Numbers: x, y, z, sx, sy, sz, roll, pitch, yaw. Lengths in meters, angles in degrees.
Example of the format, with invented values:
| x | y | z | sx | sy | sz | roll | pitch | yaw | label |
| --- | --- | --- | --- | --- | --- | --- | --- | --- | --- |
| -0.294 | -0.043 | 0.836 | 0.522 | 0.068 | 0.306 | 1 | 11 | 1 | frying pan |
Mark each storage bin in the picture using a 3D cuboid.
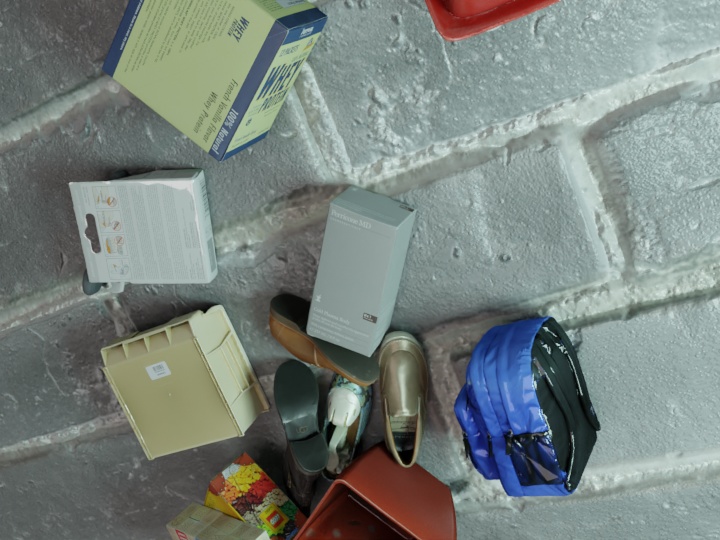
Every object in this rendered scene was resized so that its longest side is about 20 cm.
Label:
| x | y | z | sx | sy | sz | roll | pitch | yaw | label |
| --- | --- | --- | --- | --- | --- | --- | --- | --- | --- |
| -0.278 | 0.173 | 1.361 | 0.197 | 0.094 | 0.202 | -18 | 104 | 26 | storage bin |

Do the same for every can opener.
| x | y | z | sx | sy | sz | roll | pitch | yaw | label |
| --- | --- | --- | --- | --- | --- | --- | --- | --- | --- |
| -0.376 | -0.050 | 1.327 | 0.052 | 0.066 | 0.203 | 23 | 113 | 11 | can opener |

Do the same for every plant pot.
| x | y | z | sx | sy | sz | roll | pitch | yaw | label |
| --- | --- | --- | --- | --- | --- | --- | --- | --- | --- |
| 0.031 | 0.376 | 1.278 | 0.198 | 0.176 | 0.201 | 35 | 119 | 4 | plant pot |

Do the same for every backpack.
| x | y | z | sx | sy | sz | roll | pitch | yaw | label |
| --- | --- | --- | --- | --- | --- | --- | --- | --- | --- |
| 0.207 | 0.173 | 1.135 | 0.165 | 0.163 | 0.204 | -10 | 109 | 27 | backpack |

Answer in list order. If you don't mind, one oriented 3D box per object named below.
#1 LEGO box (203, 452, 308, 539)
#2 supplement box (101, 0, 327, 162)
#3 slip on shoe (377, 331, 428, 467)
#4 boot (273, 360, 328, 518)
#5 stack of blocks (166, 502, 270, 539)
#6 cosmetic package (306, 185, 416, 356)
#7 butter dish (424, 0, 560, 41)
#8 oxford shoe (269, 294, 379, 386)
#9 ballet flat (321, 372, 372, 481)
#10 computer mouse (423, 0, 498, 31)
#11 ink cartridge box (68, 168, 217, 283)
| x | y | z | sx | sy | sz | roll | pitch | yaw | label |
| --- | --- | --- | --- | --- | --- | --- | --- | --- | --- |
| -0.175 | 0.405 | 1.373 | 0.149 | 0.077 | 0.201 | 42 | 141 | 16 | LEGO box |
| -0.185 | -0.290 | 1.110 | 0.198 | 0.134 | 0.201 | 37 | 119 | 3 | supplement box |
| 0.060 | 0.187 | 1.243 | 0.074 | 0.061 | 0.204 | 1 | 114 | -2 | slip on shoe |
| -0.101 | 0.261 | 1.328 | 0.068 | 0.203 | 0.175 | -4 | 148 | -15 | boot |
| -0.198 | 0.431 | 1.303 | 0.198 | 0.058 | 0.117 | 0 | 118 | 48 | stack of blocks |
| 0.000 | 0.000 | 1.187 | 0.105 | 0.090 | 0.204 | 18 | 120 | 16 | cosmetic package |
| 0.139 | -0.374 | 0.919 | 0.196 | 0.148 | 0.204 | -19 | 92 | 14 | butter dish |
| -0.054 | 0.113 | 1.258 | 0.198 | 0.071 | 0.072 | 34 | 129 | 26 | oxford shoe |
| -0.026 | 0.231 | 1.302 | 0.073 | 0.074 | 0.204 | 13 | 115 | 15 | ballet flat |
| 0.092 | -0.348 | 1.030 | 0.198 | 0.044 | 0.111 | 34 | 102 | 6 | computer mouse |
| -0.319 | -0.063 | 1.290 | 0.195 | 0.050 | 0.164 | 0 | 112 | 13 | ink cartridge box |
